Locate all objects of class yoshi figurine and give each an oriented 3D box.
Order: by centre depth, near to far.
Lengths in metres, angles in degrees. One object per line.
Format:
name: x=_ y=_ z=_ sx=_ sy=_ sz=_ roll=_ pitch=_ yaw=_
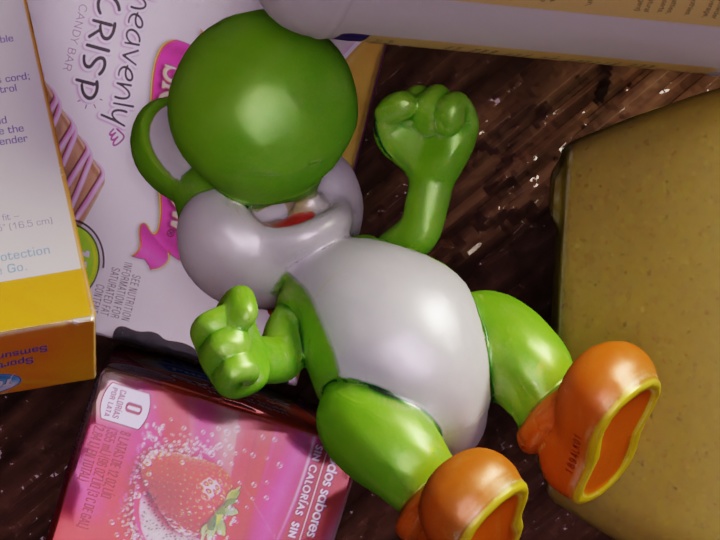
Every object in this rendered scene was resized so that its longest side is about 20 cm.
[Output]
yoshi figurine: x=-0.003 y=-0.007 z=0.741 sx=0.200 sy=0.112 sz=0.112 roll=45 pitch=109 yaw=26

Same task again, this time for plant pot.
plant pot: x=0.161 y=0.019 z=0.811 sx=0.198 sy=0.196 sz=0.196 roll=4 pitch=93 yaw=4

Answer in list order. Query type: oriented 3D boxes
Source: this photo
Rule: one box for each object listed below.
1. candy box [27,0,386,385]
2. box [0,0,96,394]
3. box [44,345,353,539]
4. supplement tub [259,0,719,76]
candy box: x=-0.101 y=-0.050 z=0.845 sx=0.199 sy=0.061 sz=0.137 roll=14 pitch=92 yaw=-5
box: x=-0.158 y=-0.048 z=0.747 sx=0.118 sy=0.042 sz=0.201 roll=-9 pitch=56 yaw=-11
box: x=-0.074 y=0.136 z=0.838 sx=0.095 sy=0.100 sz=0.201 roll=17 pitch=92 yaw=-5
supplement tub: x=0.072 y=-0.136 z=0.729 sx=0.198 sy=0.145 sz=0.147 roll=4 pitch=93 yaw=-14
